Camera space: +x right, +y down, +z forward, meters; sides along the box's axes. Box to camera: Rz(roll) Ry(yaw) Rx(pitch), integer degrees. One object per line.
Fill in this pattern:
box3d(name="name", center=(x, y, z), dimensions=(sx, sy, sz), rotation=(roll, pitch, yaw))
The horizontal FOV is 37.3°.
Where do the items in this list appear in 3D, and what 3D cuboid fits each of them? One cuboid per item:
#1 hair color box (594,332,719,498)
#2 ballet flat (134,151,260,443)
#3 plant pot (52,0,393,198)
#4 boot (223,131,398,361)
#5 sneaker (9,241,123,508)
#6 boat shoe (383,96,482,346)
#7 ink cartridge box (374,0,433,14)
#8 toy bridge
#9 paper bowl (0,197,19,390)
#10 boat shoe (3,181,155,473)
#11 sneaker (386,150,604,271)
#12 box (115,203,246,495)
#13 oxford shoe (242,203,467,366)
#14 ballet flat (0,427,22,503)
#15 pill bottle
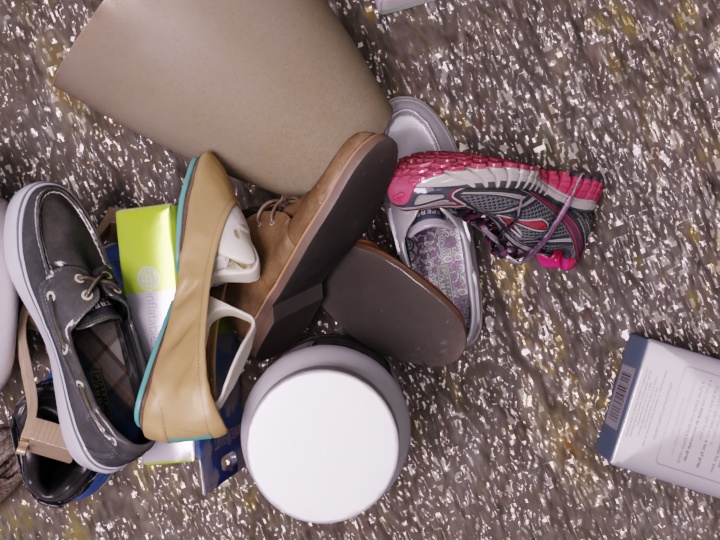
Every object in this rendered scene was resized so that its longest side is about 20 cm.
box3d(name="hair color box", center=(0.293, 0.125, 0.812), dimensions=(0.200, 0.061, 0.099), rotation=(17, 91, 1))
box3d(name="ballet flat", center=(-0.095, 0.017, 0.694), dimensions=(0.063, 0.069, 0.200), rotation=(6, 69, 5))
box3d(name="plant pot", center=(-0.081, -0.144, 0.766), dimensions=(0.200, 0.187, 0.187), rotation=(38, 91, -14))
box3d(name="boot", center=(-0.046, -0.028, 0.722), dimensions=(0.075, 0.074, 0.200), rotation=(49, 127, 18))
box3d(name="sneaker", center=(-0.199, 0.076, 0.787), dimensions=(0.077, 0.111, 0.200), rotation=(17, 90, 0))
box3d(name="boat shoe", center=(0.051, -0.035, 0.806), dimensions=(0.072, 0.069, 0.201), rotation=(-7, 91, 0))
box3d(name="ink cartridge box", center=(0.087, -0.303, 0.818), dimensions=(0.200, 0.050, 0.161), rotation=(-16, 90, -4))
box3d(name="toy bridge", center=(-0.205, 0.038, 0.751), dimensions=(0.067, 0.027, 0.200), rotation=(19, 56, -9))
box3d(name="paper bowl", center=(-0.297, 0.017, 0.747), dimensions=(0.104, 0.201, 0.201), rotation=(2, 91, -22))
box3d(name="boat shoe", center=(-0.177, 0.032, 0.701), dimensions=(0.057, 0.069, 0.200), rotation=(-22, 83, 43))
box3d(name="sneaker", center=(0.102, -0.042, 0.761), dimensions=(0.200, 0.081, 0.075), rotation=(6, 97, -39))
box3d(name="box", center=(-0.126, 0.055, 0.781), dimensions=(0.048, 0.122, 0.201), rotation=(-6, 90, 10))
box3d(name="oxford shoe", center=(0.000, 0.000, 0.785), dimensions=(0.200, 0.071, 0.071), rotation=(31, 119, 19))
box3d(name="ballet flat", center=(-0.330, 0.197, 0.821), dimensions=(0.200, 0.046, 0.067), rotation=(-42, 90, 1))
box3d(name="pill bottle", center=(-0.023, 0.107, 0.743), dimensions=(0.116, 0.200, 0.117), rotation=(0, 90, 1))
